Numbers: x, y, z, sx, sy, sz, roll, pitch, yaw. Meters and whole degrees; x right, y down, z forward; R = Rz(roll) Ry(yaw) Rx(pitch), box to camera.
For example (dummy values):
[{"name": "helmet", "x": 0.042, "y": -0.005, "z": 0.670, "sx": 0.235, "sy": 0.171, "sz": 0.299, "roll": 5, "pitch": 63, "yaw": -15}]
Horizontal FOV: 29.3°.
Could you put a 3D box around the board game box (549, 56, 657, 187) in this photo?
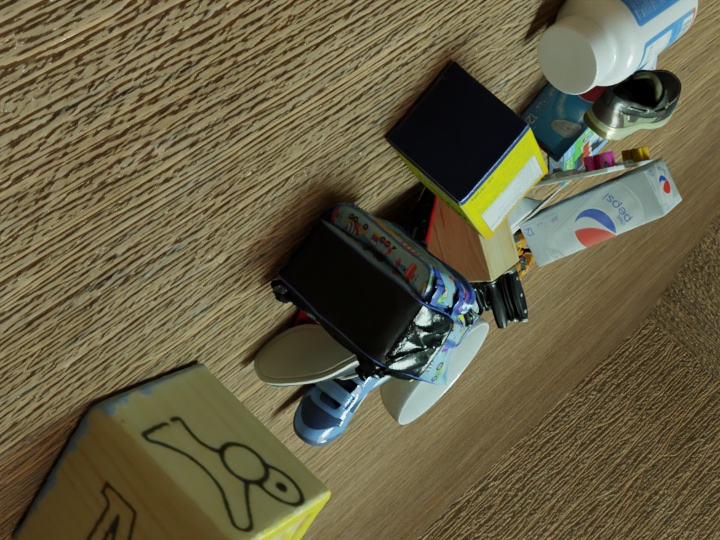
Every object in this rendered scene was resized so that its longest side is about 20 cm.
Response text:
[{"name": "board game box", "x": 0.349, "y": -0.224, "z": 1.990, "sx": 0.200, "sy": 0.037, "sz": 0.151, "roll": -48, "pitch": 164, "yaw": -5}]

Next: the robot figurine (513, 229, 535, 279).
[{"name": "robot figurine", "x": 0.215, "y": -0.012, "z": 2.082, "sx": 0.146, "sy": 0.058, "sz": 0.199, "roll": -54, "pitch": 163, "yaw": 21}]

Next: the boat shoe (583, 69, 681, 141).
[{"name": "boat shoe", "x": 0.356, "y": -0.217, "z": 1.728, "sx": 0.199, "sy": 0.073, "sz": 0.065, "roll": -32, "pitch": 163, "yaw": -46}]

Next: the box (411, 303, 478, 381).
[{"name": "box", "x": 0.119, "y": 0.067, "z": 1.859, "sx": 0.123, "sy": 0.048, "sz": 0.200, "roll": -57, "pitch": 167, "yaw": 25}]

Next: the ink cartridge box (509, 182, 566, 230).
[{"name": "ink cartridge box", "x": 0.171, "y": -0.053, "z": 1.844, "sx": 0.200, "sy": 0.050, "sz": 0.161, "roll": -38, "pitch": 174, "yaw": -44}]

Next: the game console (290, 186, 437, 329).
[{"name": "game console", "x": 0.000, "y": 0.000, "z": 1.623, "sx": 0.201, "sy": 0.117, "sz": 0.174, "roll": 115, "pitch": -8, "yaw": -46}]

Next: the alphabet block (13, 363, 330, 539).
[{"name": "alphabet block", "x": -0.185, "y": 0.244, "z": 1.368, "sx": 0.195, "sy": 0.200, "sz": 0.197, "roll": -20, "pitch": 148, "yaw": -58}]

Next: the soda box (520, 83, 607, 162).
[{"name": "soda box", "x": 0.290, "y": -0.239, "z": 1.753, "sx": 0.200, "sy": 0.064, "sz": 0.068, "roll": -50, "pitch": 164, "yaw": 1}]

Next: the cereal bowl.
[{"name": "cereal bowl", "x": 0.097, "y": 0.129, "z": 2.053, "sx": 0.200, "sy": 0.083, "sz": 0.201, "roll": -44, "pitch": 164, "yaw": -16}]

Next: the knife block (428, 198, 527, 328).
[{"name": "knife block", "x": 0.154, "y": -0.027, "z": 1.677, "sx": 0.064, "sy": 0.175, "sz": 0.201, "roll": -34, "pitch": 158, "yaw": -42}]

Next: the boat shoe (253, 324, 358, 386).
[{"name": "boat shoe", "x": -0.024, "y": 0.091, "z": 1.578, "sx": 0.198, "sy": 0.074, "sz": 0.061, "roll": -22, "pitch": 152, "yaw": -9}]

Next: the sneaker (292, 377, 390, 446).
[{"name": "sneaker", "x": -0.019, "y": 0.145, "z": 1.817, "sx": 0.200, "sy": 0.074, "sz": 0.083, "roll": -48, "pitch": 164, "yaw": -30}]

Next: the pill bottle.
[{"name": "pill bottle", "x": 0.291, "y": -0.280, "z": 1.574, "sx": 0.199, "sy": 0.112, "sz": 0.113, "roll": -36, "pitch": 160, "yaw": -37}]

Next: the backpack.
[{"name": "backpack", "x": 0.034, "y": 0.033, "z": 1.448, "sx": 0.135, "sy": 0.182, "sz": 0.199, "roll": -54, "pitch": 148, "yaw": 7}]

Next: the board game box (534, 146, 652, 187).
[{"name": "board game box", "x": 0.259, "y": -0.127, "z": 1.786, "sx": 0.198, "sy": 0.026, "sz": 0.199, "roll": -10, "pitch": -178, "yaw": 27}]

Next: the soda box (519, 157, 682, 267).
[{"name": "soda box", "x": 0.306, "y": -0.074, "z": 1.769, "sx": 0.199, "sy": 0.064, "sz": 0.068, "roll": -24, "pitch": -175, "yaw": 37}]

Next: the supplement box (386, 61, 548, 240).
[{"name": "supplement box", "x": 0.119, "y": -0.124, "z": 1.485, "sx": 0.109, "sy": 0.109, "sz": 0.200, "roll": -48, "pitch": 163, "yaw": 1}]
